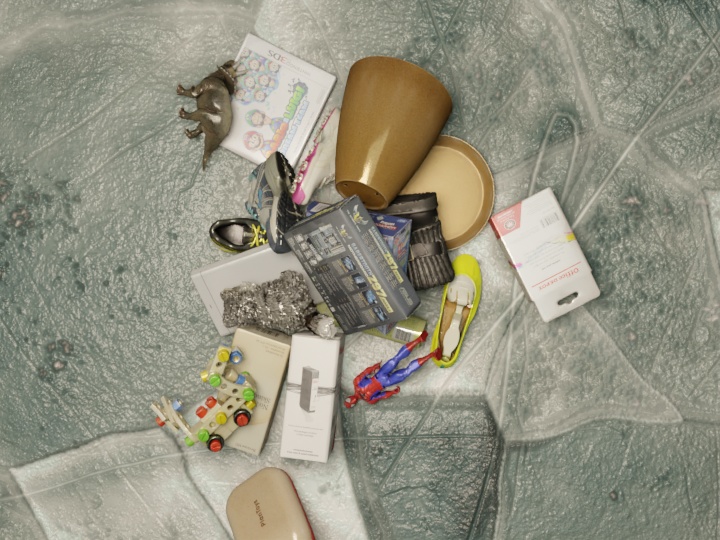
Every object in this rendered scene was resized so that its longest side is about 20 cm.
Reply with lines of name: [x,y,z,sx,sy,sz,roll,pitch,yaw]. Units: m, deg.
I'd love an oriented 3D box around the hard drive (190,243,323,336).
hard drive: [-0.175,0.027,1.480,0.197,0.027,0.133,-19,118,6]

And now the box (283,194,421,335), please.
box: [-0.014,-0.004,1.348,0.051,0.157,0.202,-42,104,-38]

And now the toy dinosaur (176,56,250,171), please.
toy dinosaur: [-0.258,-0.275,1.477,0.100,0.077,0.204,3,85,18]

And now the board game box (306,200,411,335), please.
board game box: [0.000,0.000,1.426,0.197,0.062,0.203,13,128,34]

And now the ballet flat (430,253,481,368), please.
ballet flat: [0.167,0.071,1.478,0.066,0.067,0.204,15,90,3]

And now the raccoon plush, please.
raccoon plush: [-0.141,0.061,1.379,0.132,0.199,0.099,-12,103,-28]

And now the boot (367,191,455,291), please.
boot: [0.050,-0.041,1.461,0.208,0.079,0.161,-4,108,25]

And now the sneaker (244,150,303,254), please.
sneaker: [-0.149,-0.102,1.448,0.085,0.077,0.202,-26,48,23]

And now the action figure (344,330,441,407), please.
action figure: [0.046,0.180,1.472,0.199,0.052,0.066,-38,100,26]

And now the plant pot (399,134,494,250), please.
plant pot: [0.134,-0.134,1.503,0.196,0.027,0.204,0,89,2]

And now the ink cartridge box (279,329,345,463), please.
ink cartridge box: [-0.078,0.205,1.449,0.082,0.144,0.204,7,90,3]

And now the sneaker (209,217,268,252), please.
sneaker: [-0.170,-0.051,1.487,0.196,0.085,0.076,3,90,3]

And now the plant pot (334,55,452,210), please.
plant pot: [0.033,-0.209,1.399,0.184,0.187,0.203,20,70,3]

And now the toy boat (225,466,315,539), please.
toy boat: [-0.139,0.446,1.465,0.130,0.131,0.201,-34,46,2]

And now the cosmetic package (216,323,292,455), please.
cosmetic package: [-0.187,0.200,1.477,0.102,0.073,0.203,16,98,2]

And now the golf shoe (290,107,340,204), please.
golf shoe: [-0.050,-0.185,1.461,0.091,0.075,0.202,30,61,-11]

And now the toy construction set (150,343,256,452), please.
toy construction set: [-0.248,0.215,1.402,0.199,0.093,0.131,-37,116,18]

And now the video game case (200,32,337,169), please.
video game case: [-0.163,-0.290,1.520,0.180,0.024,0.202,26,91,3]

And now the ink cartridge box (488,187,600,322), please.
ink cartridge box: [0.314,-0.024,1.472,0.115,0.067,0.203,-26,87,3]

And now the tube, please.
tube: [0.017,0.080,1.499,0.197,0.058,0.052,17,134,9]
